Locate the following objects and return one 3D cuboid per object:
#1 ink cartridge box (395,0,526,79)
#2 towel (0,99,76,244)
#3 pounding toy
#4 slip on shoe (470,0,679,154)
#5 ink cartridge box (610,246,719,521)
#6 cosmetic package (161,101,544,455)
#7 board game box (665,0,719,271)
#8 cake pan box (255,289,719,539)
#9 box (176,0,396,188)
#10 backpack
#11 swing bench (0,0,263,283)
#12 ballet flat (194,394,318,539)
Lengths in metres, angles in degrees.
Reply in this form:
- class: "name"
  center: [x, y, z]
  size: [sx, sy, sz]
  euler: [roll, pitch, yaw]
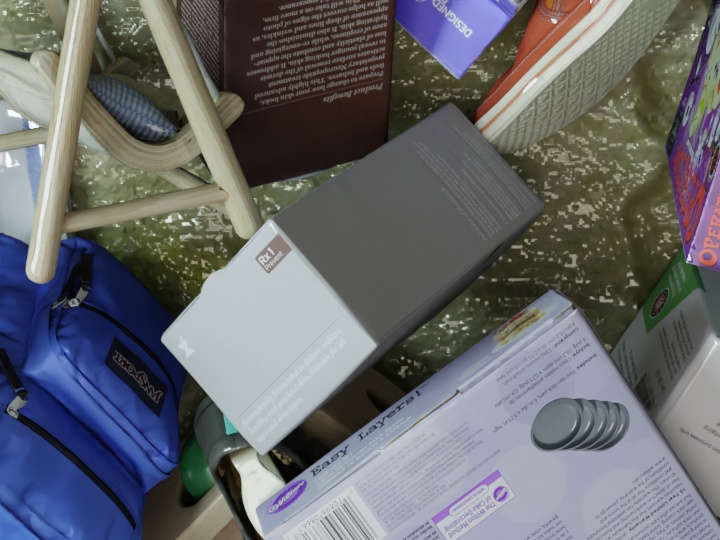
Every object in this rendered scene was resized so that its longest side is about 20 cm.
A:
- class: "ink cartridge box"
  center: [0.042, -0.236, 1.055]
  size: [0.198, 0.043, 0.200]
  euler: [43, 108, 5]
- class: "towel"
  center: [-0.260, -0.023, 1.182]
  size: [0.198, 0.024, 0.148]
  euler: [-3, 108, 6]
- class: "pounding toy"
  center: [-0.031, 0.113, 1.168]
  size: [0.200, 0.142, 0.184]
  euler: [38, 108, -20]
- class: "slip on shoe"
  center: [0.122, -0.143, 1.097]
  size: [0.061, 0.074, 0.201]
  euler: [49, 117, 25]
- class: "ink cartridge box"
  center: [0.165, 0.108, 1.130]
  size: [0.084, 0.145, 0.201]
  euler: [29, 108, -8]
- class: "cosmetic package"
  center: [0.000, 0.000, 1.053]
  size: [0.090, 0.200, 0.107]
  euler: [47, 128, 2]
- class: "board game box"
  center: [0.187, -0.086, 1.034]
  size: [0.032, 0.200, 0.121]
  euler: [11, 109, 2]
- class: "cake pan box"
  center: [0.072, 0.141, 1.018]
  size: [0.199, 0.052, 0.185]
  euler: [-37, 104, -1]
- class: "box"
  center: [-0.038, -0.145, 1.045]
  size: [0.099, 0.075, 0.201]
  euler: [-15, 133, -21]
- class: "backpack"
  center: [-0.183, 0.088, 1.097]
  size: [0.167, 0.201, 0.162]
  euler: [-36, 116, 25]
- class: "swing bench"
  center: [-0.151, -0.122, 1.032]
  size: [0.129, 0.199, 0.202]
  euler: [-13, 110, -24]
- class: "ballet flat"
  center: [-0.030, 0.148, 1.067]
  size: [0.068, 0.069, 0.201]
  euler: [-28, 115, 7]
